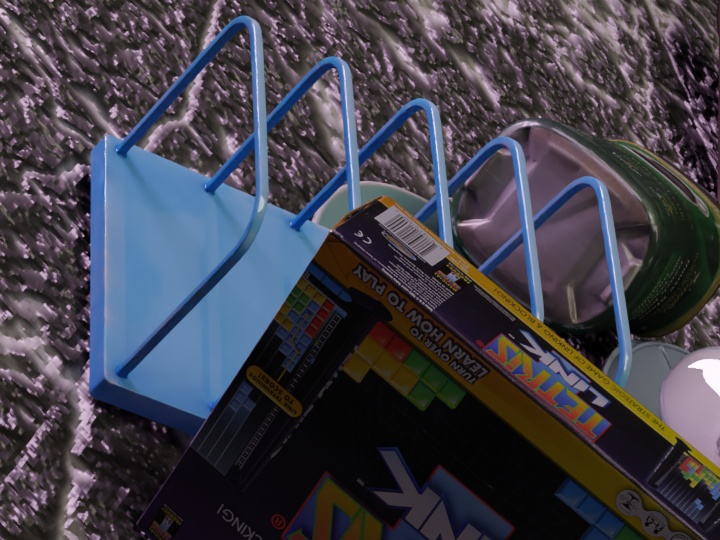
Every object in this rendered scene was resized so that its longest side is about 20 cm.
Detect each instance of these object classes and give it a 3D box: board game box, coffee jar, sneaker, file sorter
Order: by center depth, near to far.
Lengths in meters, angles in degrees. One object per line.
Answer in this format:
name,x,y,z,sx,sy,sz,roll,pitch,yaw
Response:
board game box,0.034,0.097,1.153,0.200,0.166,0.057,39,29,10
file sorter,0.000,0.000,1.269,0.199,0.123,0.139,23,42,-27
sneaker,0.191,0.092,1.329,0.071,0.073,0.200,40,6,-45
coffee jar,0.122,-0.018,1.498,0.104,0.085,0.200,41,12,17

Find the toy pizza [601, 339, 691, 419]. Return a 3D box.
toy pizza,0.180,0.127,1.524,0.200,0.032,0.201,38,33,-30

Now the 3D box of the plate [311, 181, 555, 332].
plate,0.040,0.048,1.412,0.200,0.026,0.201,36,34,-29

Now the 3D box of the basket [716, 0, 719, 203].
basket,0.280,-0.081,1.798,0.180,0.136,0.200,48,32,-20
